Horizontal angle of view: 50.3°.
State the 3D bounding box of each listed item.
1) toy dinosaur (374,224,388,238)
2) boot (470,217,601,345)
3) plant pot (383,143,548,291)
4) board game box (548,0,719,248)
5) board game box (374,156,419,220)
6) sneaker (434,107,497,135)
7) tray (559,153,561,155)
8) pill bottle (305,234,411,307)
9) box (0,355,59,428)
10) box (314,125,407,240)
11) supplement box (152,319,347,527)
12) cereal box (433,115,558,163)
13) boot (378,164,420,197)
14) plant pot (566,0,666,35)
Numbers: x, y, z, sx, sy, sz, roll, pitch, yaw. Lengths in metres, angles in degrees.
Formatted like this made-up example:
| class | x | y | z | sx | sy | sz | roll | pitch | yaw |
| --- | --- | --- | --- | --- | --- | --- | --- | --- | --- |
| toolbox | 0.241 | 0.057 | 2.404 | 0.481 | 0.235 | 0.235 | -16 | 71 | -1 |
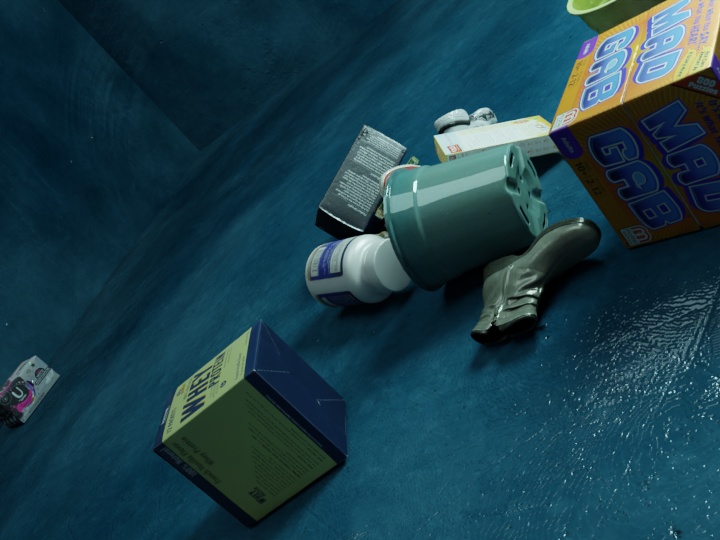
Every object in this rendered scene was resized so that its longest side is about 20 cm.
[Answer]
| class | x | y | z | sx | sy | sz | roll | pitch | yaw |
| --- | --- | --- | --- | --- | --- | --- | --- | --- | --- |
| toy dinosaur | 0.095 | -0.114 | 1.505 | 0.200 | 0.048 | 0.088 | -43 | 26 | -11 |
| boot | 0.235 | 0.024 | 1.018 | 0.199 | 0.067 | 0.132 | -34 | 28 | 40 |
| plant pot | 0.167 | -0.090 | 1.167 | 0.194 | 0.201 | 0.201 | -18 | 33 | 32 |
| board game box | 0.384 | -0.187 | 0.936 | 0.199 | 0.200 | 0.201 | -18 | 34 | 45 |
| board game box | 0.076 | -0.171 | 1.561 | 0.105 | 0.023 | 0.200 | -55 | 4 | 18 |
| sneaker | 0.220 | -0.247 | 1.487 | 0.075 | 0.116 | 0.199 | -25 | -5 | 36 |
| tray | 0.378 | -0.197 | 1.196 | 0.107 | 0.022 | 0.201 | -38 | 23 | 12 |
| pill bottle | 0.000 | 0.000 | 1.362 | 0.199 | 0.120 | 0.120 | -8 | 41 | 53 |
| box | -1.122 | 0.401 | 2.548 | 0.131 | 0.115 | 0.201 | -22 | 31 | 42 |
| box | -0.003 | -0.169 | 1.570 | 0.202 | 0.103 | 0.148 | -62 | 1 | -11 |
| supplement box | -0.156 | 0.226 | 1.127 | 0.199 | 0.200 | 0.135 | -38 | 22 | 15 |
| cereal box | 0.233 | -0.220 | 1.330 | 0.197 | 0.040 | 0.144 | -11 | 23 | 2 |
| boot | 0.142 | -0.147 | 1.314 | 0.144 | 0.197 | 0.074 | 7 | 97 | 63 |
| plant pot | 0.453 | -0.388 | 1.183 | 0.199 | 0.190 | 0.201 | -34 | 24 | 18 |
